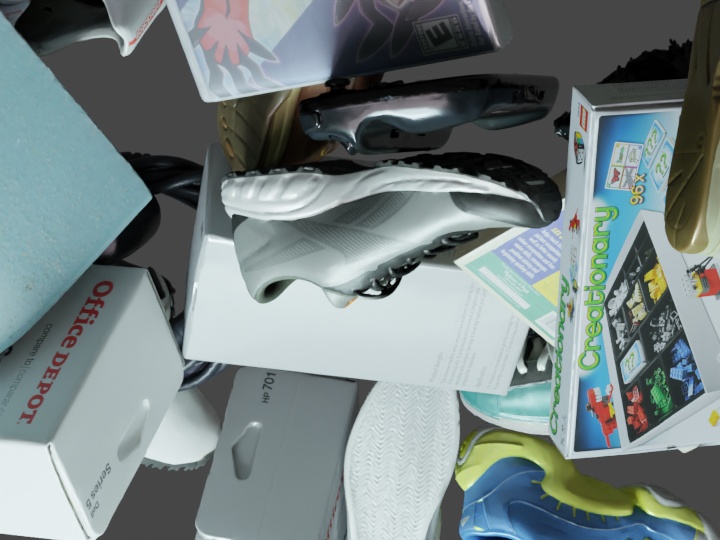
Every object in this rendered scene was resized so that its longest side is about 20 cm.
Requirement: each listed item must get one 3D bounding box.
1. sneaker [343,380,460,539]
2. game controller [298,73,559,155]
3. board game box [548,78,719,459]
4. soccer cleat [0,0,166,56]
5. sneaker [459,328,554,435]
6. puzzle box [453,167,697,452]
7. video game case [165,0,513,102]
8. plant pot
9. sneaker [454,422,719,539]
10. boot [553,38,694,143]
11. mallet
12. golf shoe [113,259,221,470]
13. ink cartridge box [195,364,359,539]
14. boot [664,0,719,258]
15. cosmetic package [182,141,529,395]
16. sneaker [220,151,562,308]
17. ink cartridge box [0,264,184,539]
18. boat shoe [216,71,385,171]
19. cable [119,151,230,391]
[{"bbox_3d":[0.024,0.137,1.765,0.073,0.116,0.202,10,107,0],"label":"sneaker"},{"bbox_3d":[0.039,-0.088,1.403,0.104,0.042,0.200,-16,180,16],"label":"game controller"},{"bbox_3d":[0.167,-0.002,1.398,0.125,0.035,0.201,-4,116,-14],"label":"board game box"},{"bbox_3d":[-0.199,-0.154,1.466,0.198,0.086,0.069,4,142,16],"label":"soccer cleat"},{"bbox_3d":[0.151,0.047,1.610,0.198,0.072,0.080,-3,135,17],"label":"sneaker"},{"bbox_3d":[0.165,0.015,1.476,0.133,0.026,0.200,-29,124,36],"label":"puzzle box"},{"bbox_3d":[-0.034,-0.189,1.347,0.181,0.023,0.201,-8,115,30],"label":"video game case"},{"bbox_3d":[-0.276,-0.041,1.465,0.196,0.201,0.196,19,157,40],"label":"plant pot"},{"bbox_3d":[0.144,0.183,1.752,0.199,0.106,0.076,25,143,-10],"label":"sneaker"},{"bbox_3d":[0.161,-0.038,1.487,0.197,0.074,0.163,-19,134,29],"label":"boot"},{"bbox_3d":[-0.217,-0.014,1.578,0.198,0.066,0.041,-10,101,15],"label":"mallet"},{"bbox_3d":[-0.144,0.053,1.717,0.094,0.078,0.200,-23,126,36],"label":"golf shoe"},{"bbox_3d":[-0.053,0.180,1.790,0.085,0.147,0.201,10,143,6],"label":"ink cartridge box"},{"bbox_3d":[0.243,-0.093,1.325,0.153,0.202,0.072,12,-178,-14],"label":"boot"},{"bbox_3d":[0.000,0.000,1.553,0.198,0.082,0.113,9,138,-8],"label":"cosmetic package"},{"bbox_3d":[0.018,-0.022,1.425,0.199,0.080,0.074,-4,-178,32],"label":"sneaker"},{"bbox_3d":[-0.221,0.068,1.531,0.199,0.146,0.084,3,134,23],"label":"ink cartridge box"},{"bbox_3d":[-0.018,-0.129,1.454,0.067,0.072,0.201,-5,144,-28],"label":"boat shoe"},{"bbox_3d":[-0.139,0.006,1.631,0.198,0.051,0.164,-2,109,6],"label":"cable"}]
